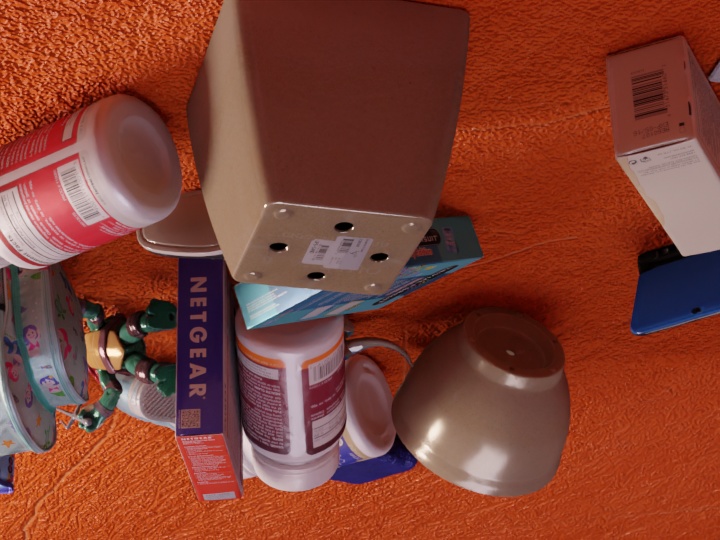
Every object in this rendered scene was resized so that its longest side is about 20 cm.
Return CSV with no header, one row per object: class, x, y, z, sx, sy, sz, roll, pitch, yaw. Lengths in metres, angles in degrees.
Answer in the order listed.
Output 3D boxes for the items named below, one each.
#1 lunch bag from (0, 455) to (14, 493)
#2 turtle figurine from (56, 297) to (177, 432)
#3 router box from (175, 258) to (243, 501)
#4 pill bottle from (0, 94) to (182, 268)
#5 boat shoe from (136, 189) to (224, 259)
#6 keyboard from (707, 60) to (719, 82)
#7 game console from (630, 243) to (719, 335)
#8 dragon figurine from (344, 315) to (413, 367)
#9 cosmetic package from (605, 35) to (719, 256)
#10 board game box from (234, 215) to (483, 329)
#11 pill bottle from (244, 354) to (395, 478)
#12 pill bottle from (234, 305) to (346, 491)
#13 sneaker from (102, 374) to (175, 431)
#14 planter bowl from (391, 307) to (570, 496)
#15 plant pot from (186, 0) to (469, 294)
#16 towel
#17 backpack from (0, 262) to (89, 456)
lunch bag,-0.493,0.177,1.777,0.197,0.152,0.094,-10,152,13
turtle figurine,-0.272,0.086,1.689,0.198,0.101,0.151,-7,112,39
router box,-0.154,0.110,1.632,0.048,0.202,0.180,-3,152,1
pill bottle,-0.261,-0.068,1.373,0.198,0.114,0.112,-19,149,29
boat shoe,-0.109,-0.039,1.493,0.197,0.075,0.061,-12,148,-1
keyboard,0.346,-0.208,1.280,0.055,0.011,0.201,8,151,-10
game console,0.386,0.018,1.595,0.198,0.120,0.170,-18,149,28
dragon figurine,-0.044,0.093,1.761,0.197,0.060,0.100,1,152,-7
cosmetic package,0.279,-0.103,1.370,0.072,0.105,0.200,-12,150,22
board game box,0.000,0.000,1.524,0.150,0.047,0.199,-27,168,38
pill bottle,-0.069,0.180,1.858,0.198,0.121,0.119,-18,149,26
pill bottle,-0.071,0.125,1.657,0.112,0.115,0.202,-2,126,-2
sneaker,-0.229,0.148,1.859,0.081,0.075,0.200,18,169,30
planter bowl,0.147,0.127,1.733,0.198,0.201,0.136,7,124,-19
plant pot,-0.029,-0.092,1.280,0.197,0.179,0.200,6,151,-16
towel,-0.039,0.226,2.035,0.198,0.050,0.147,20,152,-37
backpack,-0.345,0.082,1.545,0.148,0.202,0.178,-5,147,4
